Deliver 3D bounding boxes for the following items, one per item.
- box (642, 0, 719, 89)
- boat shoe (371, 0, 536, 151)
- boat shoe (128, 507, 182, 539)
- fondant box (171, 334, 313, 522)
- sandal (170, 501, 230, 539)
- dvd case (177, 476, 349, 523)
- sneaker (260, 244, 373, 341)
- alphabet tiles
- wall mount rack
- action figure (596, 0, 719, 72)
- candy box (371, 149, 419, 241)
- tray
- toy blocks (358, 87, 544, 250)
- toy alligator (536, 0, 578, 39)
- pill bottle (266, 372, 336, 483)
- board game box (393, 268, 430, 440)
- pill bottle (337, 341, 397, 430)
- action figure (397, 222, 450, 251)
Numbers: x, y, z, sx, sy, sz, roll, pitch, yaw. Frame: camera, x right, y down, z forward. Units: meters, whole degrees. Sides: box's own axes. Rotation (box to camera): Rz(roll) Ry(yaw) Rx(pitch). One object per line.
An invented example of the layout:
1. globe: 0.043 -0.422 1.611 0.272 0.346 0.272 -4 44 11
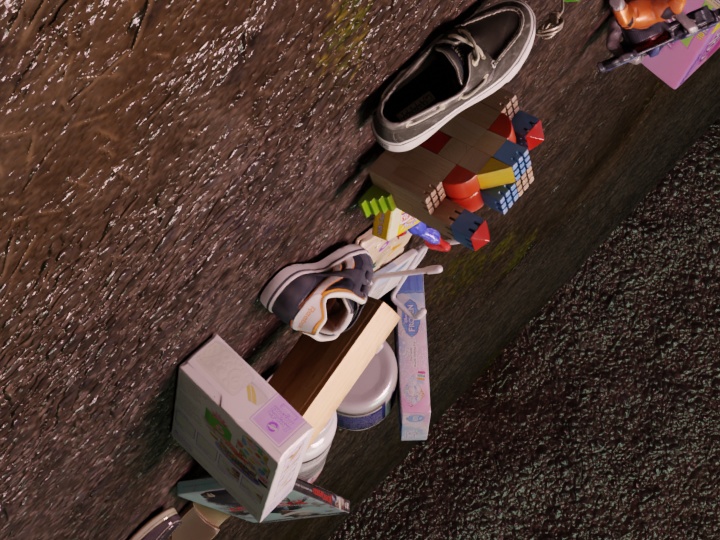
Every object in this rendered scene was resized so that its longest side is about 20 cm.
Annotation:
1. box: 0.509 -0.394 2.162 0.200 0.097 0.176 -40 166 -30
2. boat shoe: 0.093 -0.189 1.394 0.200 0.071 0.064 -44 169 -13
3. boat shoe: -0.290 0.391 1.894 0.200 0.065 0.072 -48 167 -2
4. fondant box: -0.129 0.171 1.573 0.058 0.144 0.200 -42 167 -24
5. sandal: -0.180 0.298 2.046 0.212 0.078 0.070 -40 -161 -5
6. dvd case: -0.122 0.293 1.918 0.146 0.022 0.200 -11 157 24
7. sneaker: -0.029 0.029 1.617 0.079 0.079 0.200 -57 163 26
8. alphabet tiles: 0.000 0.000 1.804 0.196 0.015 0.200 -39 165 -38
9. wall mount rack: 0.064 0.013 1.859 0.200 0.075 0.174 -35 162 -51
10. action figure: 0.385 -0.340 1.896 0.199 0.105 0.193 -22 171 -2
11. candy box: 0.078 -0.110 1.625 0.200 0.026 0.103 -31 139 -53
12. tray: -0.048 0.113 1.674 0.200 0.037 0.099 -54 -147 -12
13. toy blocks: 0.110 -0.111 1.484 0.200 0.137 0.100 -50 149 -18
14. toy alligator: 0.214 -0.308 1.457 0.200 0.059 0.054 -55 132 -33
15. pill bottle: -0.091 0.202 1.885 0.114 0.114 0.200 -43 167 -23
16. board game box: 0.070 0.121 2.069 0.043 0.200 0.200 -3 163 0
17. pill bottle: -0.007 0.155 2.030 0.116 0.116 0.200 -45 168 -12
18. action figure: 0.060 -0.065 1.705 0.066 0.052 0.200 -68 159 -2
